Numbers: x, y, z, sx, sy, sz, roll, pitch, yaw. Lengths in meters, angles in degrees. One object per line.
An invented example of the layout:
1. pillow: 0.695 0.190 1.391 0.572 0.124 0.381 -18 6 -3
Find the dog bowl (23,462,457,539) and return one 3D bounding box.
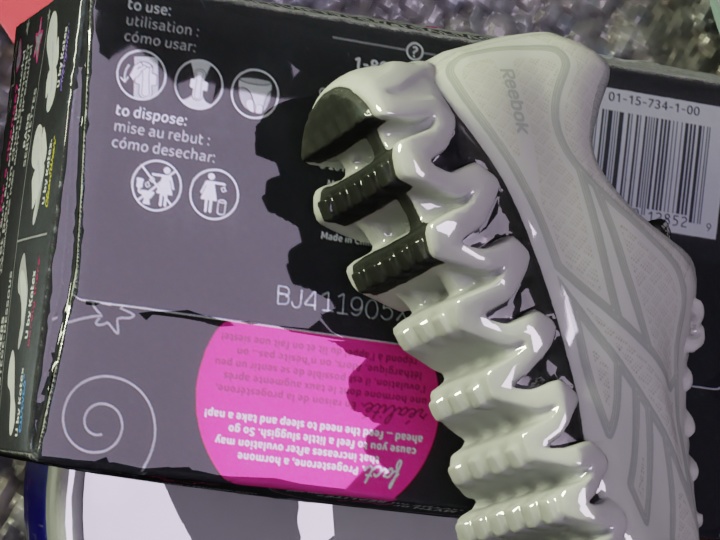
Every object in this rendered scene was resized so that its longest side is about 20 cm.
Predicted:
1. dog bowl: -0.004 0.073 0.883 0.199 0.079 0.201 0 88 -16

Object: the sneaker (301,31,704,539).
1. sneaker: 0.059 0.034 0.709 0.081 0.075 0.201 -23 95 -26

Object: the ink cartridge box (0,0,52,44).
1. ink cartridge box: -0.057 -0.174 0.892 0.200 0.057 0.163 -38 99 -19

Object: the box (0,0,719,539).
1. box: 0.000 0.000 0.786 0.199 0.115 0.133 8 85 -17

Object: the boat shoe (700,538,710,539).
1. boat shoe: 0.135 0.118 0.937 0.072 0.072 0.200 50 62 -41

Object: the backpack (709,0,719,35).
1. backpack: 0.192 -0.089 0.898 0.153 0.176 0.201 -20 82 14
